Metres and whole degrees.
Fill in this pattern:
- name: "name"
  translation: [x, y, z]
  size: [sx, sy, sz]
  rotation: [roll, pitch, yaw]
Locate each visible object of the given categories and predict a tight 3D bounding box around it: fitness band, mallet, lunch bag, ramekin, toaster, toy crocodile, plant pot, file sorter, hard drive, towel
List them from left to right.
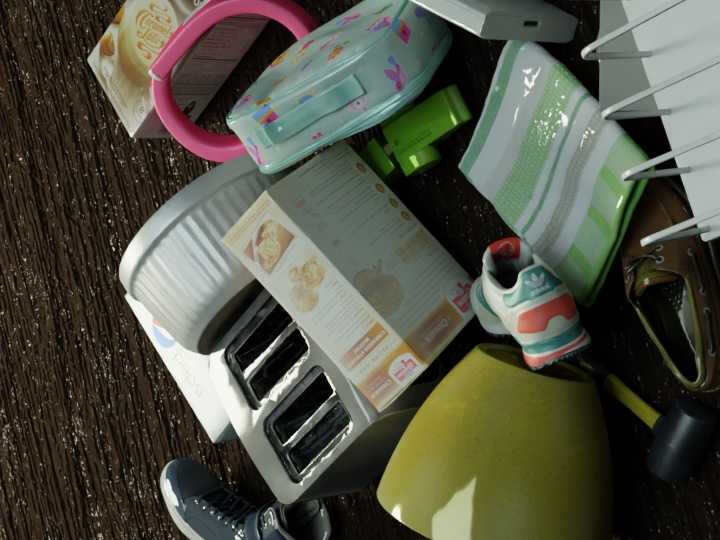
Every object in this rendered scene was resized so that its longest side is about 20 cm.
- name: "ramekin"
  translation: [-0.121, -0.010, 1.513]
  size: [0.105, 0.199, 0.200]
  rotation: [50, 124, 16]
- name: "fitness band"
  translation: [-0.121, -0.190, 1.543]
  size: [0.143, 0.038, 0.200]
  rotation: [39, 124, -15]
- name: "toaster"
  translation: [-0.033, 0.104, 1.488]
  size: [0.200, 0.118, 0.182]
  rotation: [-47, 63, 34]
- name: "lunch bag"
  translation: [-0.020, -0.167, 1.417]
  size: [0.199, 0.161, 0.077]
  rotation: [-26, 112, 31]
- name: "toy crocodile"
  translation: [0.026, -0.105, 1.463]
  size: [0.200, 0.062, 0.068]
  rotation: [-38, 79, 33]
- name: "hard drive"
  translation: [0.073, -0.245, 1.357]
  size: [0.199, 0.131, 0.027]
  rotation: [34, 116, 35]
- name: "plant pot"
  translation: [0.126, 0.143, 1.303]
  size: [0.199, 0.199, 0.144]
  rotation: [22, 100, 39]
- name: "towel"
  translation: [0.157, -0.086, 1.315]
  size: [0.200, 0.030, 0.150]
  rotation: [54, 138, 42]
- name: "mallet"
  translation: [0.216, 0.088, 1.319]
  size: [0.200, 0.041, 0.066]
  rotation: [49, 124, 33]
- name: "file sorter"
  translation: [0.242, -0.133, 1.108]
  size: [0.138, 0.124, 0.202]
  rotation: [-23, 80, 40]

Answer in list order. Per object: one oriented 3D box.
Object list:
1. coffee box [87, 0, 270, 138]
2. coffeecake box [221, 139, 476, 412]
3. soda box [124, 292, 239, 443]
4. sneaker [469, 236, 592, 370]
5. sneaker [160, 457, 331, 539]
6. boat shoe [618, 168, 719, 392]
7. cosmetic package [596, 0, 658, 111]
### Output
- name: "coffee box"
  translation: [-0.183, -0.244, 1.623]
  size: [0.200, 0.079, 0.115]
  rotation: [-49, 63, 33]
- name: "coffeecake box"
  translation: [0.000, 0.000, 1.384]
  size: [0.200, 0.153, 0.073]
  rotation: [47, 123, 2]
- name: "soda box"
  translation: [-0.161, 0.078, 1.634]
  size: [0.064, 0.068, 0.201]
  rotation: [-51, 61, 32]
- name: "sneaker"
  translation: [0.131, 0.010, 1.306]
  size: [0.200, 0.070, 0.094]
  rotation: [-127, 15, -73]
- name: "sneaker"
  translation: [-0.112, 0.239, 1.586]
  size: [0.203, 0.077, 0.147]
  rotation: [48, 134, 17]
- name: "boat shoe"
  translation: [0.245, 0.001, 1.261]
  size: [0.072, 0.068, 0.202]
  rotation: [-41, 65, 37]
- name: "cosmetic package"
  translation: [0.283, -0.172, 1.206]
  size: [0.199, 0.090, 0.108]
  rotation: [8, 100, 44]
